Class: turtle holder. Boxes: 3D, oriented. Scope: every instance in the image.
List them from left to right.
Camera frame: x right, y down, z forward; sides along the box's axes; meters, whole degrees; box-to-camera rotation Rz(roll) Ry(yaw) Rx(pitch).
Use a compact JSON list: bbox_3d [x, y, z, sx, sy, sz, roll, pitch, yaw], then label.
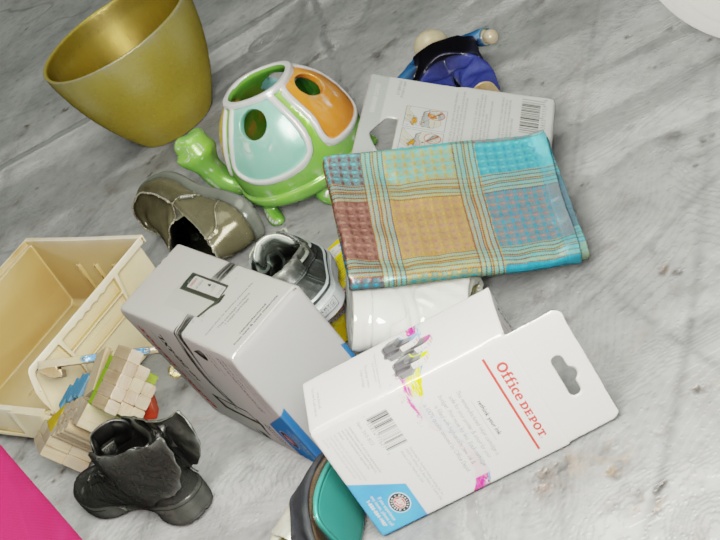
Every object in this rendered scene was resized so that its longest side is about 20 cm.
[{"bbox_3d":[-0.086,-0.140,1.734,0.185,0.132,0.141,6,48,49],"label":"turtle holder"}]

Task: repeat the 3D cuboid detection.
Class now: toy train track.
[{"bbox_3d":[-0.193,0.085,1.553,0.200,0.033,0.115,-7,-4,-1],"label":"toy train track"}]

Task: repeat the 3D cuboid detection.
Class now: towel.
[{"bbox_3d":[0.077,-0.052,1.404,0.200,0.022,0.147,-6,51,-8],"label":"towel"}]

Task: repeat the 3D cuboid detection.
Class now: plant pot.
[{"bbox_3d":[-0.257,-0.234,2.033,0.200,0.142,0.200,-25,31,16],"label":"plant pot"}]

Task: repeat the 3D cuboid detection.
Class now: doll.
[{"bbox_3d":[0.086,-0.201,1.740,0.136,0.048,0.200,-29,30,7],"label":"doll"}]

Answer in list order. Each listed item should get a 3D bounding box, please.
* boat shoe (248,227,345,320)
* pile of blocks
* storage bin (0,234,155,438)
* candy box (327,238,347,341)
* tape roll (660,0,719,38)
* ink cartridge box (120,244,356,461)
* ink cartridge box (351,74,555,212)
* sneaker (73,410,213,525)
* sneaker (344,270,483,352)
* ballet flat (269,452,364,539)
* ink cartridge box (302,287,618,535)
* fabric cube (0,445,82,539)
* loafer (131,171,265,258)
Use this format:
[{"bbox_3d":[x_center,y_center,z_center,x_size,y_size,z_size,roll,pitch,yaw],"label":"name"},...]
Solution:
[{"bbox_3d":[-0.062,-0.006,1.496,0.072,0.071,0.200,-40,17,-4],"label":"boat shoe"},{"bbox_3d":[-0.222,0.123,1.507,0.200,0.062,0.082,-33,36,51],"label":"pile of blocks"},{"bbox_3d":[-0.312,0.066,1.690,0.200,0.094,0.199,0,43,44],"label":"storage bin"},{"bbox_3d":[0.000,0.000,1.547,0.200,0.026,0.102,-45,36,-19],"label":"candy box"},{"bbox_3d":[0.354,-0.319,1.495,0.203,0.203,0.139,-10,37,35],"label":"tape roll"},{"bbox_3d":[-0.090,0.069,1.412,0.084,0.146,0.200,-49,31,-16],"label":"ink cartridge box"},{"bbox_3d":[0.081,-0.095,1.504,0.173,0.044,0.200,8,39,4],"label":"ink cartridge box"},{"bbox_3d":[-0.194,0.160,1.423,0.200,0.104,0.060,0,44,45],"label":"sneaker"},{"bbox_3d":[0.044,0.012,1.436,0.115,0.074,0.200,0,27,-3],"label":"sneaker"},{"bbox_3d":[-0.037,0.209,1.233,0.073,0.073,0.200,-24,33,16],"label":"ballet flat"},{"bbox_3d":[0.073,0.095,1.242,0.200,0.115,0.068,-27,30,10],"label":"ink cartridge box"},{"bbox_3d":[-0.327,0.275,1.287,0.196,0.199,0.200,-20,32,21],"label":"fabric cube"},{"bbox_3d":[-0.183,-0.052,1.757,0.070,0.075,0.200,-44,31,-26],"label":"loafer"}]
